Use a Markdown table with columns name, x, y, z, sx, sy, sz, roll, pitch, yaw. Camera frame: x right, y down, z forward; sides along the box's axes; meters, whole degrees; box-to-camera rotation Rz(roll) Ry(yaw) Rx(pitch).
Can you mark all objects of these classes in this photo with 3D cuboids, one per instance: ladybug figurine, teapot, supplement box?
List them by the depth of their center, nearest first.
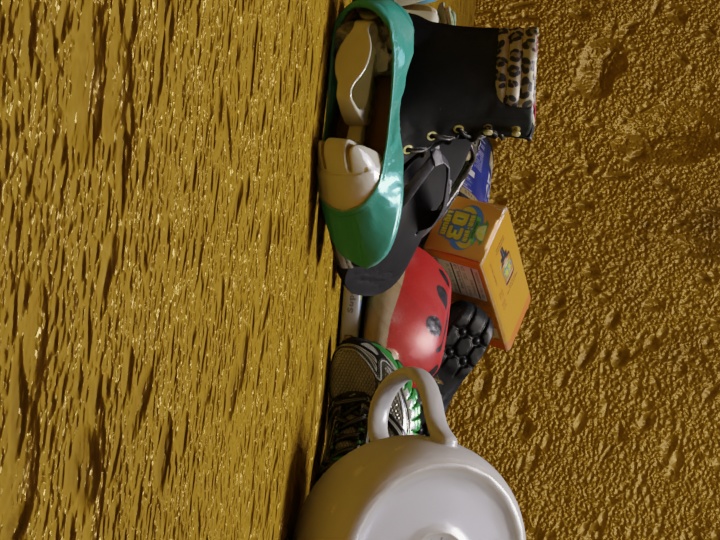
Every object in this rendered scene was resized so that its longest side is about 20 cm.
| name | x | y | z | sx | sy | sz | roll | pitch | yaw |
| --- | --- | --- | --- | --- | --- | --- | --- | --- | --- |
| teapot | 0.022 | 0.209 | 1.511 | 0.146 | 0.200 | 0.198 | 14 | -43 | 60 |
| ladybug figurine | 0.043 | 0.047 | 1.776 | 0.200 | 0.072 | 0.136 | -73 | 168 | -65 |
| supplement box | 0.116 | 0.003 | 1.902 | 0.200 | 0.069 | 0.067 | 71 | 40 | -62 |

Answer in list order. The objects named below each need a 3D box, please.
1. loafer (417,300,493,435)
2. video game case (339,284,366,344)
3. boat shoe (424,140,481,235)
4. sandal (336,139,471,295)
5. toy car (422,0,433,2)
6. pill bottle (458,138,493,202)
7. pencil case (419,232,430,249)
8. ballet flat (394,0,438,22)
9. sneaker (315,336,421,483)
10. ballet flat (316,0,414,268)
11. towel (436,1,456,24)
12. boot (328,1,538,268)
| name | x | y | z | sx | sy | sz | roll | pitch | yaw |
| --- | --- | --- | --- | --- | --- | --- | --- | --- | --- |
| loafer | 0.052 | 0.115 | 1.869 | 0.201 | 0.068 | 0.070 | -53 | -162 | -5 |
| video game case | 0.000 | 0.000 | 1.758 | 0.143 | 0.018 | 0.201 | -62 | 157 | -79 |
| boat shoe | 0.081 | -0.118 | 1.793 | 0.065 | 0.073 | 0.200 | -136 | -116 | -67 |
| sandal | 0.044 | -0.056 | 1.581 | 0.043 | 0.076 | 0.200 | 58 | -43 | 43 |
| toy car | 0.125 | -0.327 | 1.701 | 0.184 | 0.199 | 0.177 | 75 | 21 | -77 |
| pill bottle | 0.082 | -0.097 | 2.053 | 0.200 | 0.112 | 0.112 | -78 | 172 | -50 |
| pencil case | 0.050 | -0.003 | 1.942 | 0.093 | 0.085 | 0.200 | -96 | -174 | -51 |
| ballet flat | 0.031 | -0.217 | 1.588 | 0.201 | 0.072 | 0.072 | 90 | 7 | -48 |
| sneaker | 0.003 | 0.154 | 1.622 | 0.085 | 0.078 | 0.201 | 7 | 76 | -56 |
| ballet flat | -0.004 | -0.104 | 1.414 | 0.070 | 0.067 | 0.201 | 18 | 76 | -60 |
| towel | 0.045 | -0.122 | 1.706 | 0.200 | 0.023 | 0.153 | -83 | -166 | -47 |
| boot | 0.054 | -0.098 | 1.482 | 0.073 | 0.153 | 0.204 | -1 | 96 | -85 |
